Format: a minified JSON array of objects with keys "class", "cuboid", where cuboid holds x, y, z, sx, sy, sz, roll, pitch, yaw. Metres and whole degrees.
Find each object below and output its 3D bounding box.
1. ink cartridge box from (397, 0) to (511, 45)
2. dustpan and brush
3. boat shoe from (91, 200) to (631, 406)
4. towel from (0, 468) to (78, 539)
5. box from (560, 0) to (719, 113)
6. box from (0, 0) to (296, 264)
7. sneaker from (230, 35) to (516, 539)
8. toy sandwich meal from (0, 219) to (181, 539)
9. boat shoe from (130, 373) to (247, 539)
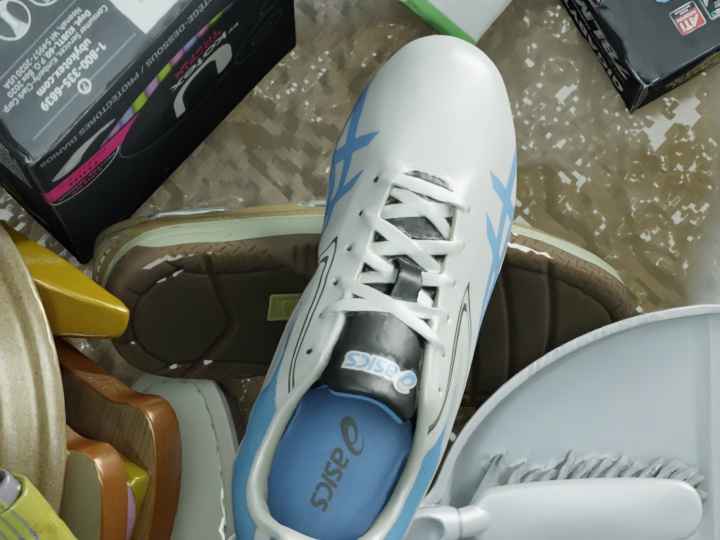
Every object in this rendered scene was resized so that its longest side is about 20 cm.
[{"class":"ink cartridge box","cuboid":[-0.028,-0.182,0.945,0.200,0.145,0.084,42,96,21]},{"class":"dustpan and brush","cuboid":[0.051,0.087,0.957,0.199,0.057,0.140,-3,99,-3]},{"class":"boat shoe","cuboid":[0.000,0.000,0.984,0.199,0.076,0.072,7,113,-19]},{"class":"towel","cuboid":[-0.118,0.154,0.871,0.143,0.023,0.200,-27,121,15]},{"class":"box","cuboid":[0.139,-0.194,1.023,0.199,0.050,0.199,-30,84,-5]},{"class":"box","cuboid":[-0.099,-0.092,0.930,0.106,0.200,0.122,43,84,5]},{"class":"sneaker","cuboid":[0.011,0.015,0.902,0.072,0.072,0.201,19,80,-11]},{"class":"toy sandwich meal","cuboid":[-0.147,0.053,0.953,0.205,0.070,0.206,4,96,43]},{"class":"boat shoe","cuboid":[-0.057,0.136,0.969,0.072,0.059,0.201,-8,78,32]}]
